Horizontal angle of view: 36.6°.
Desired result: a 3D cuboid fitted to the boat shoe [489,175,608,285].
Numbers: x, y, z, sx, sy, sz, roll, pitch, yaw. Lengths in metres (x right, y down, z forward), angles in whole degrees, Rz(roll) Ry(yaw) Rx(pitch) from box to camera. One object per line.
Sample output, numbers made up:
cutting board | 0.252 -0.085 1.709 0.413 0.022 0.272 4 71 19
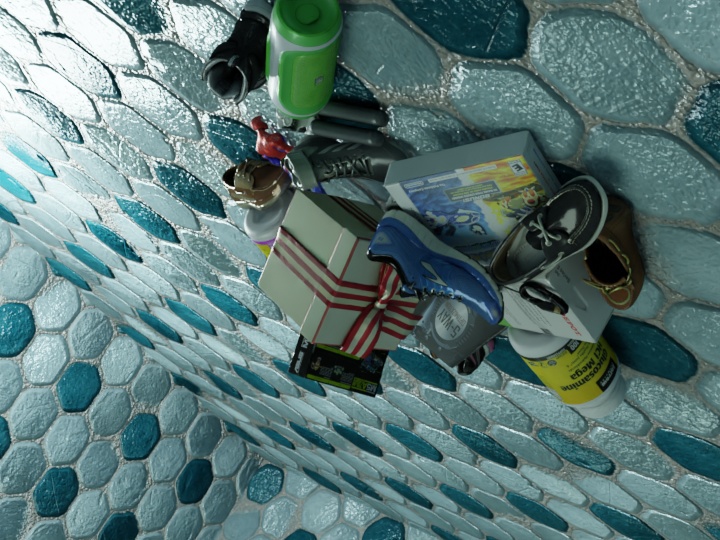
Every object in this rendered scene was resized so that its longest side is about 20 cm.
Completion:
boat shoe | 0.216 -0.042 1.280 0.074 0.060 0.200 63 148 12

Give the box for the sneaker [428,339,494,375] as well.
sneaker | 0.137 0.103 1.847 0.199 0.087 0.080 37 158 -9

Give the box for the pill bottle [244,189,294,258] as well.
pill bottle | -0.106 -0.040 1.860 0.104 0.105 0.200 14 153 43

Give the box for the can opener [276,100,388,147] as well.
can opener | -0.039 -0.205 1.474 0.199 0.053 0.066 17 -171 42

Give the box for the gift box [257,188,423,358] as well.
gift box | 0.000 0.000 1.532 0.199 0.186 0.187 3 -154 -39

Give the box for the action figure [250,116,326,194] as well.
action figure | -0.097 -0.157 1.660 0.200 0.052 0.065 46 151 -20

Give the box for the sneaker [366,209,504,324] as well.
sneaker | 0.093 0.013 1.383 0.199 0.089 0.079 34 166 10

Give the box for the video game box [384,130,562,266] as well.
video game box | 0.157 -0.080 1.365 0.199 0.047 0.182 -10 139 35

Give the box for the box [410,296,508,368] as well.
box | 0.126 0.037 1.648 0.200 0.044 0.160 41 121 -19

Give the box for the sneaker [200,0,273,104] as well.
sneaker | -0.158 -0.262 1.409 0.075 0.114 0.200 34 160 -2

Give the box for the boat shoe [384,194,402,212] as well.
boat shoe | 0.120 -0.078 1.482 0.199 0.066 0.072 21 157 31

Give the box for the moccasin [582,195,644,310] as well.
moccasin | 0.308 -0.006 1.341 0.073 0.078 0.202 21 157 23

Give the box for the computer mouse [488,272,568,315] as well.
computer mouse | 0.185 0.032 1.436 0.199 0.034 0.059 15 149 44

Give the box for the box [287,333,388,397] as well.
box | -0.019 0.104 1.848 0.047 0.195 0.199 17 177 40

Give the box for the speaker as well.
speaker | -0.069 -0.261 1.317 0.088 0.089 0.200 31 160 5

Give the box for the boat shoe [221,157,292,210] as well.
boat shoe | -0.172 -0.144 1.768 0.072 0.076 0.199 43 156 -21

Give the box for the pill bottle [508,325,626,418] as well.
pill bottle | 0.311 0.128 1.602 0.112 0.113 0.200 8 149 49

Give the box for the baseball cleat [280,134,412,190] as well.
baseball cleat | -0.026 -0.139 1.501 0.199 0.106 0.070 11 132 42

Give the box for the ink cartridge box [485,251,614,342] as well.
ink cartridge box | 0.233 0.013 1.493 0.199 0.084 0.146 9 149 51
